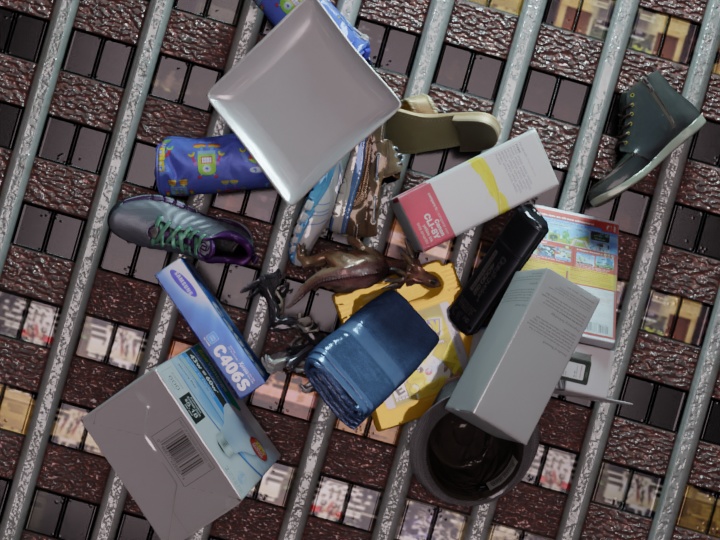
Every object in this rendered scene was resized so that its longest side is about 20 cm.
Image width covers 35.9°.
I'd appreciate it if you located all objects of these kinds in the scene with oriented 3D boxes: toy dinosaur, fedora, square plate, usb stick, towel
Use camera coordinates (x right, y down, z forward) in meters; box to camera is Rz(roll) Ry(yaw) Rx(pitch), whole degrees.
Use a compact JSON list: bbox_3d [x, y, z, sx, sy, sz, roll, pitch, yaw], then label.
[{"bbox_3d":[0.000,0.000,1.455,0.200,0.136,0.086,-21,120,-32],"label":"toy dinosaur"},{"bbox_3d":[0.144,0.216,1.489,0.177,0.090,0.200,-19,119,-2],"label":"fedora"},{"bbox_3d":[-0.074,-0.219,1.439,0.198,0.028,0.200,-41,76,14],"label":"square plate"},{"bbox_3d":[0.180,0.001,1.457,0.055,0.033,0.200,51,126,30],"label":"usb stick"},{"bbox_3d":[0.013,0.110,1.441,0.112,0.049,0.200,51,45,1],"label":"towel"}]

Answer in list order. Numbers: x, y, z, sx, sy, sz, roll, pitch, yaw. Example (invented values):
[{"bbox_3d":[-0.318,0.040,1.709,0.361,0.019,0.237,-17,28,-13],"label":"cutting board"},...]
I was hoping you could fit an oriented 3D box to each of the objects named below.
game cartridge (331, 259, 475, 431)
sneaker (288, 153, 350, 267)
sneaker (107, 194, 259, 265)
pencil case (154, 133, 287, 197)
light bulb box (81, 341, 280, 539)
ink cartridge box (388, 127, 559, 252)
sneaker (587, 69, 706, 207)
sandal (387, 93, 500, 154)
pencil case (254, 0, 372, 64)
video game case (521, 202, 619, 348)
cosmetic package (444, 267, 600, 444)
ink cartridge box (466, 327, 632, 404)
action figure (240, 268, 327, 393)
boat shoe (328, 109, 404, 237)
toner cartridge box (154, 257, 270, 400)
[{"bbox_3d":[0.073,0.101,1.534,0.176,0.032,0.200,-19,92,-2],"label":"game cartridge"},{"bbox_3d":[-0.034,-0.090,1.513,0.087,0.075,0.200,24,90,-7],"label":"sneaker"},{"bbox_3d":[-0.231,-0.050,1.470,0.200,0.088,0.074,10,103,-20],"label":"sneaker"},{"bbox_3d":[-0.180,-0.149,1.503,0.200,0.078,0.087,-7,100,-1],"label":"pencil case"},{"bbox_3d":[-0.224,0.217,1.433,0.125,0.200,0.198,-33,91,12],"label":"light bulb box"},{"bbox_3d":[0.148,-0.103,1.478,0.200,0.145,0.083,-27,92,-1],"label":"ink cartridge box"},{"bbox_3d":[0.367,-0.179,1.527,0.200,0.075,0.106,-40,86,-10],"label":"sneaker"},{"bbox_3d":[0.092,-0.208,1.521,0.211,0.078,0.070,6,48,19],"label":"sandal"},{"bbox_3d":[-0.069,-0.339,1.498,0.087,0.078,0.200,-41,91,15],"label":"pencil case"},{"bbox_3d":[0.274,0.003,1.492,0.143,0.017,0.200,12,56,-1],"label":"video game case"},{"bbox_3d":[0.195,0.103,1.358,0.085,0.108,0.200,30,82,-12],"label":"cosmetic package"},{"bbox_3d":[0.257,0.128,1.486,0.200,0.116,0.068,14,83,-13],"label":"ink cartridge box"},{"bbox_3d":[-0.089,0.104,1.492,0.102,0.119,0.200,-32,81,-11],"label":"action figure"},{"bbox_3d":[0.019,-0.138,1.461,0.072,0.072,0.200,17,86,-1],"label":"boat shoe"},{"bbox_3d":[-0.197,0.076,1.496,0.043,0.095,0.200,-35,91,-2],"label":"toner cartridge box"}]
